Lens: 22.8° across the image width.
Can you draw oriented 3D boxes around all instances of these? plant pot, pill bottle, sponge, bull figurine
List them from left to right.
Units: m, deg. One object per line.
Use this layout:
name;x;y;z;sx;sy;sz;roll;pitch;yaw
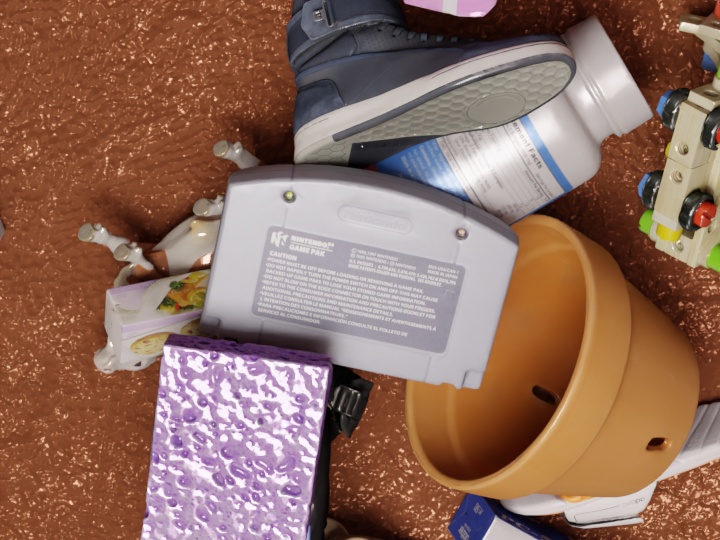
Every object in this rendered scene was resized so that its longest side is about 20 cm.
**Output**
bull figurine;-0.127;-0.007;1.291;0.200;0.065;0.121;-35;142;4
sponge;-0.086;0.146;1.178;0.111;0.030;0.201;9;104;3
pill bottle;0.098;-0.091;1.245;0.199;0.112;0.112;-31;107;10
plant pot;0.145;0.078;1.273;0.140;0.200;0.200;24;110;-30

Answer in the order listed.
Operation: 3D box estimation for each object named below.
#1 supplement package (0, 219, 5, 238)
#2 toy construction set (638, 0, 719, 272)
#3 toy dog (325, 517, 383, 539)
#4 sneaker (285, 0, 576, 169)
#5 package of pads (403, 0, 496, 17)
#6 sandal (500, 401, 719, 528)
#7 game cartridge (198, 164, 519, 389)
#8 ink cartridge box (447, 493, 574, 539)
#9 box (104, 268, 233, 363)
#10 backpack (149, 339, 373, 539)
supplement package;-0.333;-0.032;1.218;0.121;0.200;0.120;-16;109;6
toy construction set;0.250;-0.087;1.245;0.092;0.131;0.201;16;117;41
toy dog;0.030;0.263;1.379;0.199;0.132;0.097;20;87;2
sneaker;0.039;-0.160;1.192;0.201;0.147;0.077;-15;154;21
package of pads;0.069;-0.275;1.123;0.075;0.121;0.201;6;130;3
sandal;0.209;0.161;1.356;0.206;0.079;0.059;-17;114;6
game cartridge;0.000;0.000;1.202;0.199;0.041;0.134;12;116;-4
ink cartridge box;0.168;0.240;1.373;0.199;0.094;0.044;29;94;-10
box;-0.082;0.020;1.265;0.199;0.039;0.042;-11;139;-22
backpack;-0.077;0.136;1.288;0.153;0.191;0.201;11;105;2
